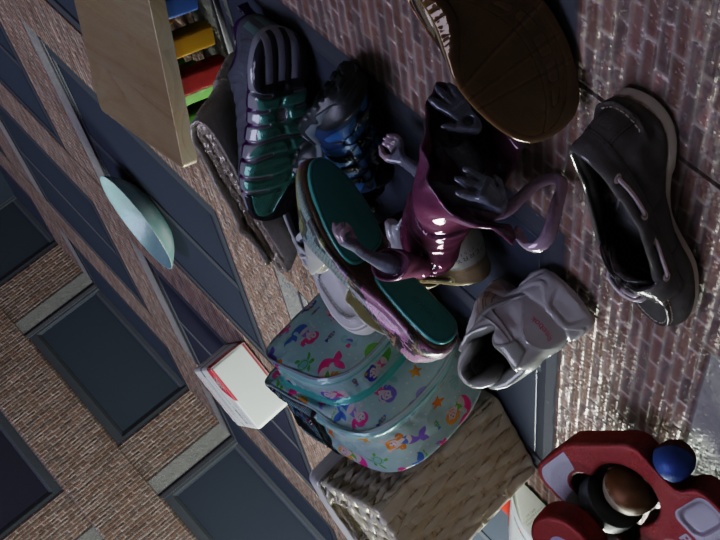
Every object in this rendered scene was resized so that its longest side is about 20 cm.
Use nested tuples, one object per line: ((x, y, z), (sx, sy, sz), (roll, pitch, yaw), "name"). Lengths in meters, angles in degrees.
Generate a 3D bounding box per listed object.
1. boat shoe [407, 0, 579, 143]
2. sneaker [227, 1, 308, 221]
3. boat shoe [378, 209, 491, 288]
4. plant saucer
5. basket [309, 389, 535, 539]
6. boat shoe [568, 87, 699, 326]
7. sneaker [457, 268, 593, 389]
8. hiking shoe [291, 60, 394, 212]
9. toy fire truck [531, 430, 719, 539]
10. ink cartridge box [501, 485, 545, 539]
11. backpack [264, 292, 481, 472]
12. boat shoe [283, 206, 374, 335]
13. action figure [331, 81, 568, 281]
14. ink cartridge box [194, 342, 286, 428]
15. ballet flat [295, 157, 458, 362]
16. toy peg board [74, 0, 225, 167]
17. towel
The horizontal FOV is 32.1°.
((0.065, -0.167, 0.763), (0.200, 0.072, 0.072), (47, -162, -23), "boat shoe")
((-0.088, -0.146, 1.165), (0.088, 0.074, 0.200), (51, 144, 44), "sneaker")
((0.049, -0.013, 1.107), (0.066, 0.074, 0.200), (60, 163, -12), "boat shoe")
((-0.377, -0.093, 2.174), (0.201, 0.039, 0.201), (45, 164, 17), "plant saucer")
((0.071, 0.215, 1.340), (0.123, 0.200, 0.136), (15, 142, 54), "basket")
((0.166, -0.025, 0.784), (0.067, 0.057, 0.200), (37, 159, 41), "boat shoe")
((0.112, 0.058, 1.042), (0.078, 0.099, 0.200), (50, 164, 4), "sneaker")
((-0.003, -0.113, 1.067), (0.087, 0.074, 0.200), (32, 167, 3), "hiking shoe")
((0.247, 0.208, 1.030), (0.200, 0.112, 0.168), (49, 140, 7), "toy fire truck")
((0.185, 0.302, 1.476), (0.200, 0.050, 0.162), (41, 161, 24), "ink cartridge box")
((0.016, 0.101, 1.269), (0.200, 0.178, 0.151), (29, 159, 44), "backpack")
((-0.035, -0.029, 1.213), (0.068, 0.072, 0.200), (16, -130, -52), "boat shoe")
((0.067, -0.049, 0.942), (0.149, 0.134, 0.200), (23, 150, 3), "action figure")
((-0.226, 0.216, 2.358), (0.144, 0.084, 0.200), (52, 163, -6), "ink cartridge box")
((0.000, 0.000, 1.048), (0.200, 0.069, 0.071), (51, 136, -1), "ballet flat")
((-0.212, -0.245, 1.329), (0.200, 0.098, 0.199), (34, 141, 44), "toy peg board")
((-0.105, -0.106, 1.257), (0.034, 0.133, 0.200), (-10, 128, 22), "towel")
